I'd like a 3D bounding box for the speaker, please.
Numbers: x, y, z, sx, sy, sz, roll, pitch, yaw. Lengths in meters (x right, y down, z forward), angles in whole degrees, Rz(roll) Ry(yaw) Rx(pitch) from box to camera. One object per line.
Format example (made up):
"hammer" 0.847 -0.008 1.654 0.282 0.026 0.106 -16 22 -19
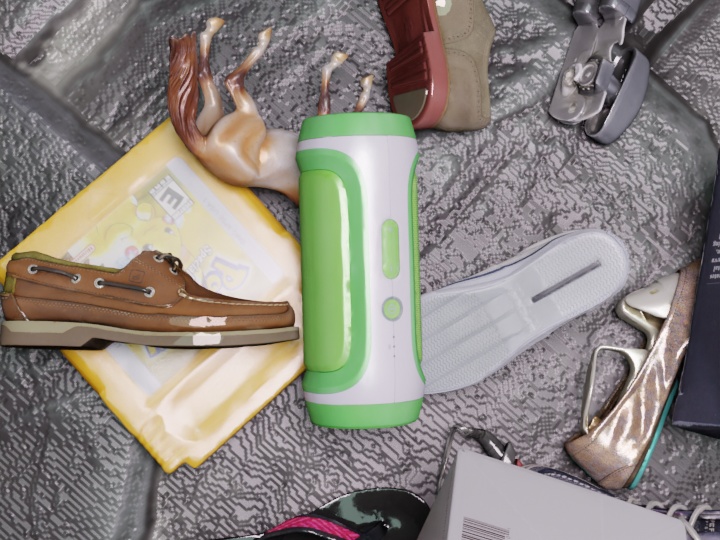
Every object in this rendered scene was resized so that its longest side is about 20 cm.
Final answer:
"speaker" 0.000 0.000 0.777 0.088 0.088 0.202 -2 90 -5

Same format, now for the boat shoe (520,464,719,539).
"boat shoe" 0.198 0.175 0.782 0.199 0.093 0.075 31 42 -12

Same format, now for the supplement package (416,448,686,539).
"supplement package" 0.089 0.247 0.702 0.150 0.201 0.152 18 35 -2

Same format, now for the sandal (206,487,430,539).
"sandal" -0.043 0.201 0.797 0.199 0.045 0.076 -14 82 -7

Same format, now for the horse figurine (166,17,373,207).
"horse figurine" -0.059 -0.098 0.821 0.199 0.050 0.134 16 82 -32

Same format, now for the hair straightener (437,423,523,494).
"hair straightener" 0.115 0.196 0.814 0.077 0.041 0.201 -34 87 -9

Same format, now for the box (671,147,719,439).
"box" 0.337 0.033 0.789 0.199 0.123 0.200 17 80 -26

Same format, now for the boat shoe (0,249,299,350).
"boat shoe" -0.139 0.018 0.775 0.198 0.072 0.069 1 83 -6

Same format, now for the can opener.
"can opener" 0.198 -0.195 0.888 0.067 0.053 0.201 27 77 -33

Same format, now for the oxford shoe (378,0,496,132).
"oxford shoe" 0.060 -0.196 0.870 0.074 0.070 0.202 6 78 -31

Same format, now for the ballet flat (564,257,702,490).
"ballet flat" 0.205 0.057 0.834 0.067 0.068 0.201 28 78 7

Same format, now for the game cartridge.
"game cartridge" -0.128 0.017 0.826 0.176 0.032 0.200 -42 86 -10

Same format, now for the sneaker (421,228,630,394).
"sneaker" 0.098 0.032 0.828 0.199 0.071 0.073 -24 88 13
